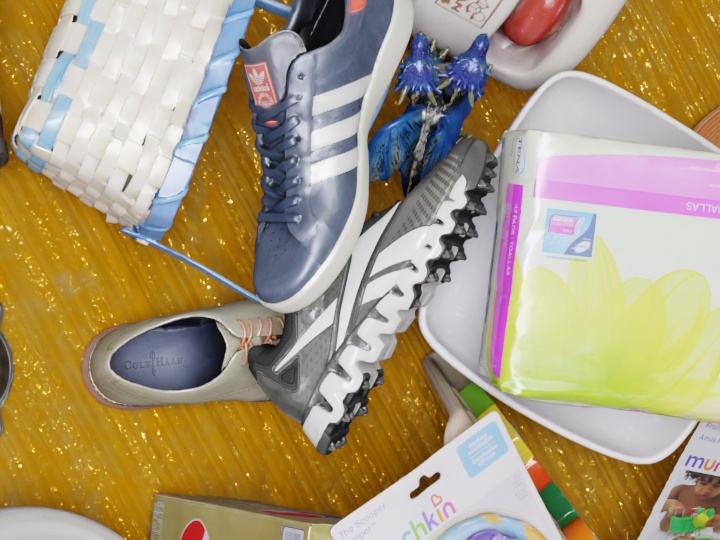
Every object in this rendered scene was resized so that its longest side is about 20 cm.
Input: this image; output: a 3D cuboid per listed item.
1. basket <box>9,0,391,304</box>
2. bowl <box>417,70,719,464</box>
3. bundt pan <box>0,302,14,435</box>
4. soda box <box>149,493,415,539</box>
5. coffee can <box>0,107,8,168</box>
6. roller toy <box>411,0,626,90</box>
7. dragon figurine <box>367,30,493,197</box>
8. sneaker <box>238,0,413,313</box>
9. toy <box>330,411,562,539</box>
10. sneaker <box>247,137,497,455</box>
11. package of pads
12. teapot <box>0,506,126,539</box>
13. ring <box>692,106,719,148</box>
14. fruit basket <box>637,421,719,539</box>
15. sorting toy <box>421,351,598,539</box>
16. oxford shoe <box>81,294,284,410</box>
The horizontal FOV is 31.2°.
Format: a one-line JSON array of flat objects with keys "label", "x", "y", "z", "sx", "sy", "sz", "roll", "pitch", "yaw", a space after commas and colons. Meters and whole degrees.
[{"label": "basket", "x": -0.094, "y": -0.094, "z": 0.775, "sx": 0.198, "sy": 0.139, "sz": 0.178, "roll": 25, "pitch": 81, "yaw": -9}, {"label": "bowl", "x": 0.146, "y": 0.000, "z": 0.813, "sx": 0.198, "sy": 0.075, "sz": 0.201, "roll": 30, "pitch": 88, "yaw": -8}, {"label": "bundt pan", "x": -0.297, "y": 0.057, "z": 0.729, "sx": 0.199, "sy": 0.076, "sz": 0.205, "roll": 2, "pitch": 84, "yaw": -17}, {"label": "soda box", "x": -0.053, "y": 0.167, "z": 0.728, "sx": 0.067, "sy": 0.199, "sz": 0.065, "roll": 10, "pitch": 81, "yaw": -31}, {"label": "coffee can", "x": -0.280, "y": -0.155, "z": 0.718, "sx": 0.145, "sy": 0.146, "sz": 0.203, "roll": -5, "pitch": 86, "yaw": -18}, {"label": "roller toy", "x": 0.097, "y": -0.222, "z": 0.827, "sx": 0.139, "sy": 0.200, "sz": 0.184, "roll": 24, "pitch": 95, "yaw": -14}, {"label": "dragon figurine", "x": 0.038, "y": -0.076, "z": 0.799, "sx": 0.058, "sy": 0.201, "sz": 0.100, "roll": 23, "pitch": 40, "yaw": 6}, {"label": "sneaker", "x": -0.037, "y": -0.081, "z": 0.704, "sx": 0.084, "sy": 0.074, "sz": 0.202, "roll": 24, "pitch": 74, "yaw": -43}, {"label": "toy", "x": 0.081, "y": 0.188, "z": 0.656, "sx": 0.115, "sy": 0.047, "sz": 0.202, "roll": -31, "pitch": 101, "yaw": -26}, {"label": "sneaker", "x": 0.000, "y": 0.000, "z": 0.741, "sx": 0.090, "sy": 0.066, "sz": 0.201, "roll": 33, "pitch": 97, "yaw": 13}, {"label": "package of pads", "x": 0.173, "y": 0.007, "z": 0.744, "sx": 0.197, "sy": 0.068, "sz": 0.157, "roll": 5, "pitch": 94, "yaw": -9}, {"label": "teapot", "x": -0.200, "y": 0.236, "z": 0.712, "sx": 0.196, "sy": 0.146, "sz": 0.202, "roll": 4, "pitch": 57, "yaw": -39}, {"label": "ring", "x": 0.312, "y": -0.033, "z": 0.968, "sx": 0.198, "sy": 0.019, "sz": 0.203, "roll": 2, "pitch": 85, "yaw": -18}, {"label": "fruit basket", "x": 0.260, "y": 0.197, "z": 0.847, "sx": 0.183, "sy": 0.094, "sz": 0.201, "roll": 14, "pitch": 118, "yaw": -21}, {"label": "sorting toy", "x": 0.108, "y": 0.137, "z": 0.794, "sx": 0.036, "sy": 0.200, "sz": 0.186, "roll": -37, "pitch": 97, "yaw": 6}, {"label": "oxford shoe", "x": -0.070, "y": 0.051, "z": 0.804, "sx": 0.198, "sy": 0.074, "sz": 0.072, "roll": -13, "pitch": 88, "yaw": -19}]
